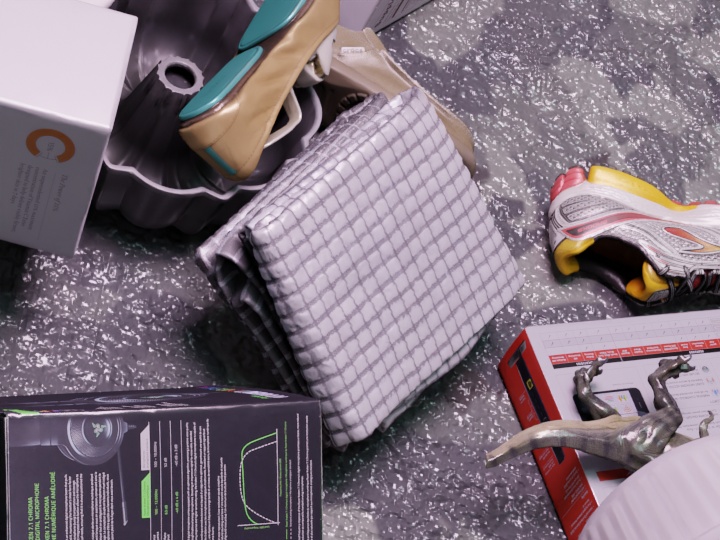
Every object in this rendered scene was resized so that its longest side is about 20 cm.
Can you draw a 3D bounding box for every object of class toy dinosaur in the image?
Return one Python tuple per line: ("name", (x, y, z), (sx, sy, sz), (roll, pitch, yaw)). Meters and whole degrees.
("toy dinosaur", (0.176, 0.099, 1.596), (0.198, 0.048, 0.089), (10, 58, -14))

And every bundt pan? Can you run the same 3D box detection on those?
("bundt pan", (-0.131, -0.107, 1.651), (0.200, 0.076, 0.203), (13, 51, -16))

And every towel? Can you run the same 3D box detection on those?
("towel", (0.000, 0.000, 1.588), (0.200, 0.085, 0.166), (-43, 115, -38))

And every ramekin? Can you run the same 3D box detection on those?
("ramekin", (0.220, 0.186, 1.518), (0.201, 0.203, 0.095), (-4, 45, -28))

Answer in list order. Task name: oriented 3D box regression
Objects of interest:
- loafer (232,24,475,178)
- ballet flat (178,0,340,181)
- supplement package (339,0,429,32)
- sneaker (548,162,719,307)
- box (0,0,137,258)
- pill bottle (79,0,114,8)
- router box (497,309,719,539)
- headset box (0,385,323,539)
("loafer", (0.002, -0.130, 1.733), (0.199, 0.076, 0.068), (34, 54, 2))
("ballet flat", (-0.056, -0.130, 1.625), (0.063, 0.068, 0.200), (52, 47, -19))
("supplement package", (0.040, -0.278, 1.837), (0.117, 0.118, 0.200), (46, 49, 12))
("sneaker", (0.224, -0.003, 1.750), (0.198, 0.078, 0.083), (15, 53, -2))
("box", (-0.246, -0.104, 1.473), (0.198, 0.125, 0.098), (15, 50, -8))
("pill bottle", (-0.252, -0.184, 1.561), (0.112, 0.199, 0.114), (21, 62, -45))
("router box", (0.213, 0.116, 1.661), (0.199, 0.049, 0.180), (-3, 57, -28))
("headset box", (-0.145, 0.117, 1.395), (0.198, 0.174, 0.094), (-2, 91, -25))
